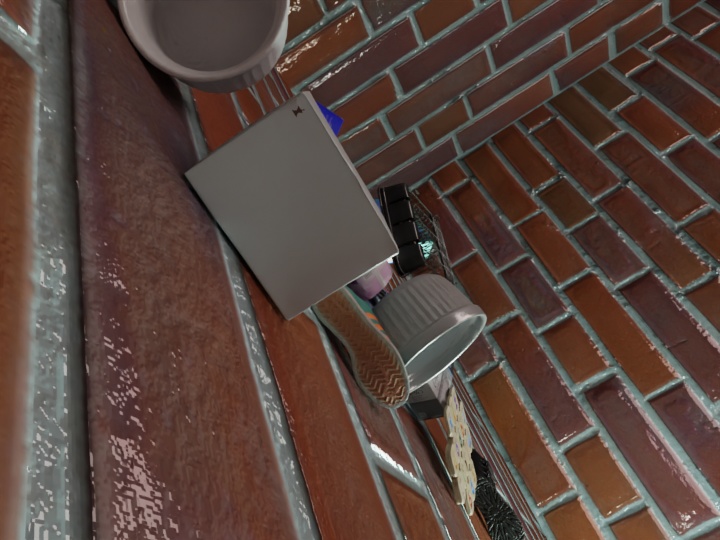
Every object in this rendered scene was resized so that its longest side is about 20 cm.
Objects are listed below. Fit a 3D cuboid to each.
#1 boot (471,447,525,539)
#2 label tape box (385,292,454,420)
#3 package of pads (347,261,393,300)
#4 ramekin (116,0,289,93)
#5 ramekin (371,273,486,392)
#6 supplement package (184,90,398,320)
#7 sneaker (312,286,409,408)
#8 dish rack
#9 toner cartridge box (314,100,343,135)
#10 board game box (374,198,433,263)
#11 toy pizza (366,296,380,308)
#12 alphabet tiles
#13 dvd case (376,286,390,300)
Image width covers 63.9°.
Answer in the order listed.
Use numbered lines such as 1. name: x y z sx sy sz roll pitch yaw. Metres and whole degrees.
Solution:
1. boot: 0.270 0.472 1.200 0.166 0.065 0.200 62 2 5
2. label tape box: 0.104 0.153 1.062 0.201 0.063 0.145 59 30 -29
3. package of pads: -0.045 -0.053 0.862 0.120 0.076 0.201 2 -50 54
4. ramekin: -0.180 -0.318 0.705 0.202 0.199 0.098 59 -1 -1
5. ramekin: 0.088 0.097 0.903 0.105 0.200 0.200 51 2 25
6. supplement package: -0.072 -0.086 0.672 0.192 0.146 0.200 57 7 -16
7. sneaker: 0.007 0.094 0.802 0.201 0.071 0.080 58 11 -3
8. dish rack: 0.102 -0.048 0.965 0.200 0.054 0.155 31 45 -59
9. toner cartridge box: -0.097 -0.238 1.040 0.094 0.043 0.201 30 40 -12
10. board game box: 0.013 -0.073 1.069 0.153 0.198 0.045 57 -36 43
11. toy pizza: 0.028 0.094 1.139 0.201 0.032 0.200 55 8 -12
12. alphabet tiles: 0.178 0.322 1.042 0.200 0.014 0.198 -43 119 -70
13. dvd case: 0.000 0.000 1.146 0.200 0.022 0.146 42 5 -37
